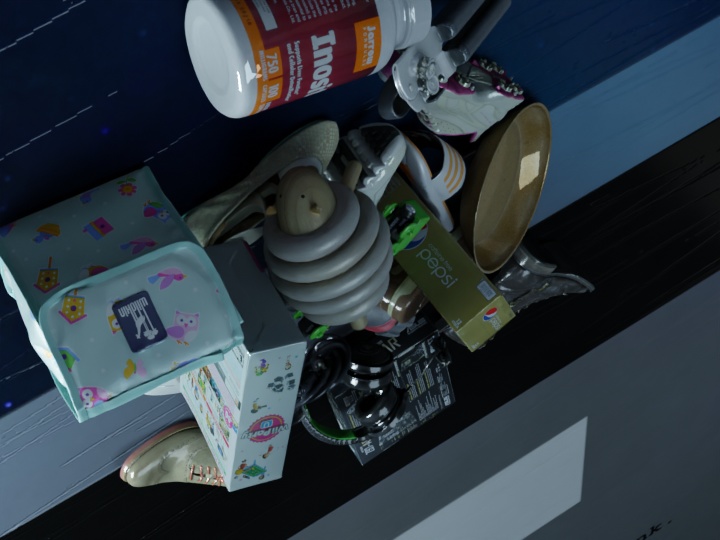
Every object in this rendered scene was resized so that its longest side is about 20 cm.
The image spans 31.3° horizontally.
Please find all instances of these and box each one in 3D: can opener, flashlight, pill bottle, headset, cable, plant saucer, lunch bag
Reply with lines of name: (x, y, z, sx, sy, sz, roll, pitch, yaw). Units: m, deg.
can opener: (0.078, -0.220, 1.224, 0.200, 0.066, 0.053, -51, 123, -34)
flashlight: (-0.017, 0.032, 1.474, 0.199, 0.068, 0.068, 16, 107, -51)
pill bottle: (-0.042, -0.213, 1.117, 0.199, 0.113, 0.114, -22, 143, -24)
headset: (0.016, 0.135, 1.578, 0.198, 0.094, 0.124, -19, 117, 1)
cable: (-0.097, 0.136, 1.481, 0.199, 0.051, 0.163, -26, -162, 47)
plant saucer: (0.160, -0.098, 1.464, 0.200, 0.035, 0.202, -45, 146, -42)
lunch bag: (-0.217, 0.026, 1.153, 0.169, 0.200, 0.123, -24, 144, -19)

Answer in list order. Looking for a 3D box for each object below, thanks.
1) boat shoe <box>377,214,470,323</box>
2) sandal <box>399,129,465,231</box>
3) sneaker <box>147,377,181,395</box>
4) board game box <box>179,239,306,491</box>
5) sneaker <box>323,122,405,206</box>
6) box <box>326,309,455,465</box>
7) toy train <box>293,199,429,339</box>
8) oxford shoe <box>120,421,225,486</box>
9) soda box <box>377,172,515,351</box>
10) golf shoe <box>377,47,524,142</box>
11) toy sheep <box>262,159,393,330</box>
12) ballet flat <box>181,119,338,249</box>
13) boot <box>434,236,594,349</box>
boat shoe: (0.076, -0.023, 1.497, 0.202, 0.075, 0.075, -40, 155, -43)
sandal: (0.081, -0.110, 1.398, 0.059, 0.079, 0.207, -37, 156, 0)
sneaker: (-0.147, 0.070, 1.388, 0.199, 0.074, 0.116, -8, 139, -36)
board game box: (-0.121, 0.094, 1.267, 0.064, 0.148, 0.201, -12, 137, -25)
sneaker: (-0.013, -0.072, 1.343, 0.081, 0.075, 0.200, 16, 127, -40)
box: (0.040, 0.157, 1.697, 0.160, 0.044, 0.201, -33, 146, -9)
toy train: (0.000, 0.000, 1.364, 0.200, 0.042, 0.056, -49, 164, 27)
oxford shoe: (-0.186, 0.224, 1.529, 0.199, 0.075, 0.071, -16, 142, -30)
soda box: (0.078, -0.011, 1.391, 0.064, 0.200, 0.068, -39, 151, 2)
golf shoe: (0.083, -0.176, 1.322, 0.199, 0.076, 0.092, 7, 132, -44)
toy sheep: (-0.028, -0.018, 1.234, 0.137, 0.138, 0.201, -34, 128, -7)
ballet flat: (-0.091, -0.071, 1.284, 0.199, 0.062, 0.068, -37, 147, -3)
boot: (0.203, 0.039, 1.711, 0.199, 0.069, 0.174, 17, 124, -47)
